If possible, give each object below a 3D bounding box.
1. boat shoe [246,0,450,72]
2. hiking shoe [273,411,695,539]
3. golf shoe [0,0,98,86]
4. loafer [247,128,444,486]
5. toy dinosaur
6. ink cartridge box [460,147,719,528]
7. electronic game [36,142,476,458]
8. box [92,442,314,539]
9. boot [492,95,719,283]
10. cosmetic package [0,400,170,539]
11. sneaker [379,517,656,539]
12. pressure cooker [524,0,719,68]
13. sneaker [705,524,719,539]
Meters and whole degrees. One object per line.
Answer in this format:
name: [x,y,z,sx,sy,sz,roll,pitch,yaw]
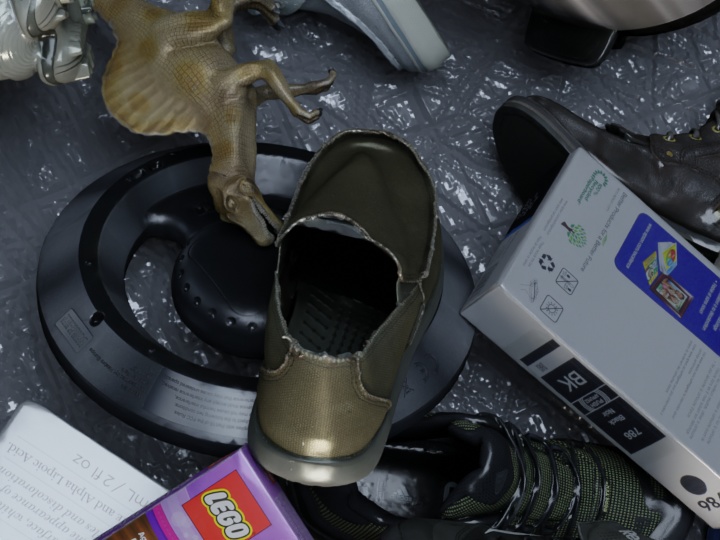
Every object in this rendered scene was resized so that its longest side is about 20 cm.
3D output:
boat shoe: [-0.041,-0.163,0.983,0.072,0.070,0.201,-43,91,5]
hiking shoe: [0.063,0.106,0.903,0.200,0.101,0.076,3,77,-9]
golf shoe: [-0.169,-0.153,0.913,0.097,0.078,0.200,-9,35,5]
loafer: [0.000,0.000,0.836,0.075,0.070,0.200,9,42,-1]
toy dinosaur: [-0.079,-0.104,0.921,0.101,0.058,0.200,-32,62,-16]
ink cartridge box: [0.147,0.043,0.919,0.200,0.039,0.099,40,52,-7]
electronic game: [-0.046,0.009,0.902,0.200,0.042,0.200,6,42,-5]
box: [-0.049,0.189,0.799,0.137,0.039,0.200,-34,88,3]
boot: [0.181,-0.069,1.002,0.200,0.069,0.174,36,66,-4]
cosmetic package: [-0.162,0.167,0.858,0.102,0.074,0.200,32,70,-1]
sneaker: [0.086,0.136,0.855,0.090,0.200,0.067,-37,48,18]
pressure cooker: [0.123,-0.209,0.956,0.176,0.200,0.179,-29,69,15]
sneaker: [0.192,0.165,0.924,0.075,0.078,0.200,24,72,-4]
